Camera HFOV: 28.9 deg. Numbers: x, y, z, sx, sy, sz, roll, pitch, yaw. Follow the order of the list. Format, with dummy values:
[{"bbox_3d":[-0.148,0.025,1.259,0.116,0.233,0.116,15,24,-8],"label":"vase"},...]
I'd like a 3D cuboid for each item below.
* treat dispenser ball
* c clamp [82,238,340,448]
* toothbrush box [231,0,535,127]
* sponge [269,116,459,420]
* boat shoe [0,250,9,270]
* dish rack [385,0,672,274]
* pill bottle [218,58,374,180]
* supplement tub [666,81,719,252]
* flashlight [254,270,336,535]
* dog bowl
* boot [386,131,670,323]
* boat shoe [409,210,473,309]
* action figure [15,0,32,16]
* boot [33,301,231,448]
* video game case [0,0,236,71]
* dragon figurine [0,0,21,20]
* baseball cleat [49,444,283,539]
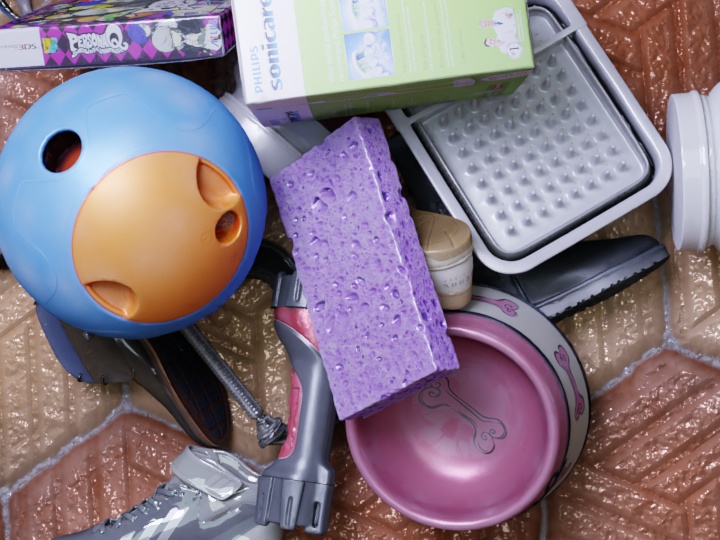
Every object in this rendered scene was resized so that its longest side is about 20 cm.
[{"bbox_3d":[-0.169,-0.049,1.036,0.200,0.201,0.201,-1,85,7],"label":"treat dispenser ball"},{"bbox_3d":[-0.097,0.066,1.142,0.200,0.027,0.171,46,70,-5],"label":"c clamp"},{"bbox_3d":[0.016,-0.163,1.008,0.200,0.146,0.086,-9,90,1],"label":"toothbrush box"},{"bbox_3d":[0.000,0.000,1.040,0.112,0.030,0.200,-30,70,43],"label":"sponge"},{"bbox_3d":[-0.241,-0.067,1.180,0.202,0.075,0.075,-18,77,6],"label":"boat shoe"},{"bbox_3d":[0.126,-0.108,1.094,0.171,0.044,0.200,-30,77,-5],"label":"dish rack"},{"bbox_3d":[-0.029,-0.166,1.138,0.114,0.114,0.200,40,91,9],"label":"pill bottle"},{"bbox_3d":[0.339,-0.080,1.067,0.200,0.144,0.145,-3,85,7],"label":"supplement tub"},{"bbox_3d":[-0.049,0.103,1.105,0.068,0.068,0.200,11,82,-12],"label":"flashlight"},{"bbox_3d":[0.076,0.114,1.092,0.200,0.074,0.201,3,103,13],"label":"dog bowl"},{"bbox_3d":[0.134,-0.059,1.138,0.165,0.066,0.200,-26,78,3],"label":"boot"},{"bbox_3d":[0.015,-0.015,1.107,0.074,0.200,0.069,-27,118,-26],"label":"boat shoe"},{"bbox_3d":[-0.375,-0.296,1.203,0.200,0.105,0.194,-11,78,-18],"label":"action figure"},{"bbox_3d":[-0.191,0.074,1.176,0.097,0.075,0.200,-30,92,29],"label":"boot"},{"bbox_3d":[-0.178,-0.197,1.120,0.181,0.200,0.036,-3,108,8],"label":"video game case"},{"bbox_3d":[-0.310,-0.292,1.121,0.059,0.099,0.200,-18,89,-19],"label":"dragon figurine"},{"bbox_3d":[-0.165,0.197,1.146,0.200,0.070,0.107,-5,98,-3],"label":"baseball cleat"}]
